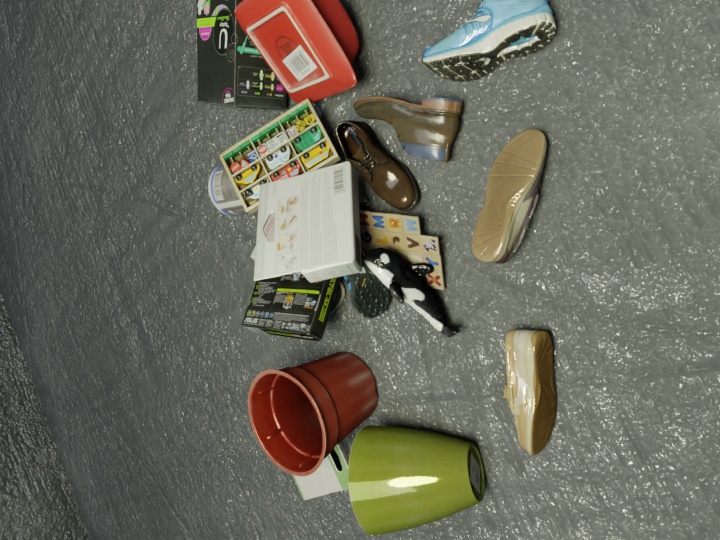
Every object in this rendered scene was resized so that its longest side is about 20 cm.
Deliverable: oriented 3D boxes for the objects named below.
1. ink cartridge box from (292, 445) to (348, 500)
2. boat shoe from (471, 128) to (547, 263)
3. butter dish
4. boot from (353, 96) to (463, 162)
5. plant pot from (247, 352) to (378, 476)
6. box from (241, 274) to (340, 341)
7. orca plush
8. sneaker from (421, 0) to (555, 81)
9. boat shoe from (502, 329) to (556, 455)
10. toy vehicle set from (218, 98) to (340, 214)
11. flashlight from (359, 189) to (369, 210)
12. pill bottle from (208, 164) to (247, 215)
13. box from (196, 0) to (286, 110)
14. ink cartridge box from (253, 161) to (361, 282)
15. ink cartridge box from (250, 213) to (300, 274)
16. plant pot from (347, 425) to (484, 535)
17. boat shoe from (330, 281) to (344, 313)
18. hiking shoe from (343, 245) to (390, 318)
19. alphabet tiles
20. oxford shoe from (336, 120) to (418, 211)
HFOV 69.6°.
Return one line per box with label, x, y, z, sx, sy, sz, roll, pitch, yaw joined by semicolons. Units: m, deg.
ink cartridge box;-0.088;0.420;1.153;0.200;0.048;0.146;-33;80;38
boat shoe;0.226;-0.105;0.766;0.072;0.065;0.201;21;95;42
butter dish;-0.082;-0.415;0.894;0.199;0.148;0.200;5;139;51
boot;0.068;-0.234;0.855;0.199;0.075;0.098;13;106;34
plant pot;-0.080;0.259;1.012;0.200;0.195;0.202;10;106;36
box;-0.134;0.035;1.038;0.199;0.047;0.194;0;64;38
orca plush;0.099;0.025;0.869;0.071;0.105;0.200;-46;80;16
sneaker;0.181;-0.344;0.754;0.199;0.078;0.091;-9;76;36
boat shoe;0.259;0.185;0.811;0.069;0.073;0.201;9;106;49
toy vehicle set;-0.149;-0.208;0.954;0.199;0.027;0.125;-30;81;8
flashlight;-0.059;-0.188;0.977;0.068;0.068;0.200;-39;75;0
pill bottle;-0.210;-0.177;1.067;0.199;0.113;0.115;-2;100;39
box;-0.230;-0.421;1.008;0.148;0.124;0.201;22;115;42
ink cartridge box;-0.088;-0.075;0.872;0.172;0.044;0.201;-12;60;16
ink cartridge box;-0.134;-0.057;1.011;0.199;0.068;0.117;-3;54;37
plant pot;0.109;0.361;0.916;0.199;0.187;0.188;-15;91;25
boat shoe;-0.115;0.073;1.083;0.201;0.060;0.072;-28;82;39
hiking shoe;0.000;0.000;0.947;0.074;0.087;0.201;-21;127;5
alphabet tiles;0.057;-0.025;0.927;0.199;0.006;0.167;11;124;37
oxford shoe;0.021;-0.179;0.896;0.073;0.084;0.200;-47;74;23
